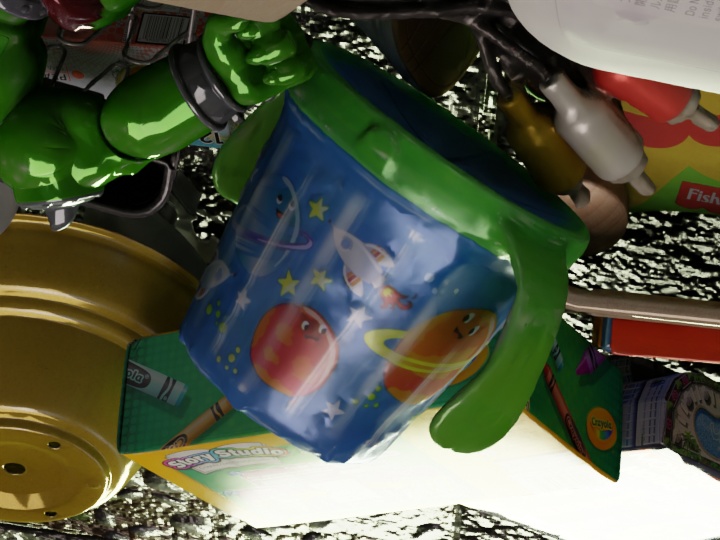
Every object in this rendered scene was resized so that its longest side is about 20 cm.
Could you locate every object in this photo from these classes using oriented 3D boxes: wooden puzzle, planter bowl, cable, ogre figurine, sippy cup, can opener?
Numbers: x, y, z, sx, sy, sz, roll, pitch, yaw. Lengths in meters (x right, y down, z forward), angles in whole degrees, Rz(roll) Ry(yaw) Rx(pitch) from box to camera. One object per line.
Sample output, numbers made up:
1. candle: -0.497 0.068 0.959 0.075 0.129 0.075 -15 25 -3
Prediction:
1. wooden puzzle: 0.170 0.029 0.946 0.198 0.038 0.185 11 180 4
2. planter bowl: -0.163 0.065 1.007 0.199 0.084 0.201 2 145 1
3. cable: 0.058 -0.087 0.769 0.097 0.051 0.199 -33 139 30
4. ogre figurine: -0.125 -0.104 0.732 0.200 0.098 0.120 37 108 -20
5. sippy cup: 0.000 0.000 0.825 0.139 0.178 0.131 34 102 -8
6. can opener: -0.079 0.021 1.057 0.053 0.067 0.200 -11 134 31

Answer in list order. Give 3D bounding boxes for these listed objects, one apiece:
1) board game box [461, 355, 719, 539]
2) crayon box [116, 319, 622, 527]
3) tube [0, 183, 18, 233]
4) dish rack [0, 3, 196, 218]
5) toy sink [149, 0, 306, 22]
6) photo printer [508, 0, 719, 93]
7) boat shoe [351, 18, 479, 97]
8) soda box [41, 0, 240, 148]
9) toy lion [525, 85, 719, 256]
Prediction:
1. board game box: 0.158 0.087 1.037 0.199 0.062 0.199 -13 155 36
2. crayon box: 0.005 0.063 0.941 0.199 0.059 0.119 -10 152 28
3. tube: -0.248 -0.053 0.961 0.199 0.052 0.058 10 165 29
4. dish rack: -0.126 -0.133 0.800 0.152 0.055 0.201 15 121 4
5. toy sink: -0.043 -0.201 0.658 0.130 0.201 0.112 -31 158 37
6. photo printer: 0.136 -0.112 0.568 0.198 0.070 0.167 11 146 0
7. boat shoe: 0.000 -0.141 0.809 0.069 0.071 0.200 25 162 29
8. soda box: -0.146 -0.104 0.900 0.198 0.064 0.069 6 146 9
9. toy lion: 0.151 -0.082 0.854 0.198 0.069 0.192 11 139 0
